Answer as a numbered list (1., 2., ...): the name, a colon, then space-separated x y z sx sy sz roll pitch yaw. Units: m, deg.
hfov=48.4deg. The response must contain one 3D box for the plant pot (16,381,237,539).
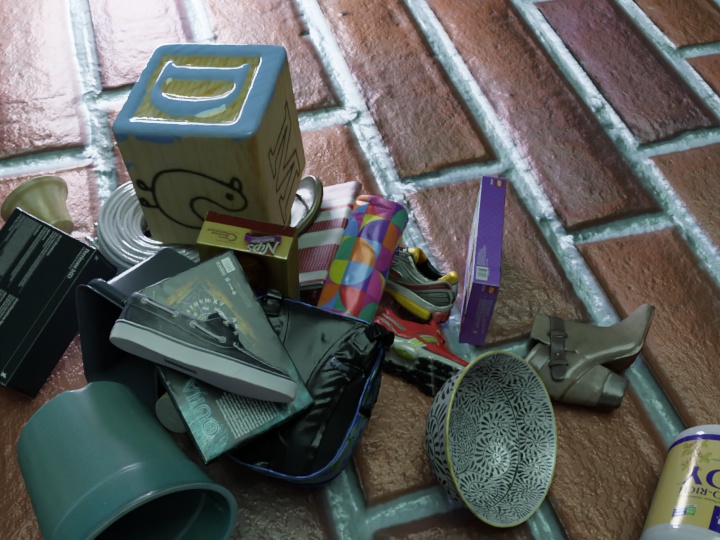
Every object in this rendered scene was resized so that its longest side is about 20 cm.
1. plant pot: -0.269 0.239 0.871 0.199 0.201 0.196 -29 50 -24

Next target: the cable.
1. cable: -0.284 -0.059 1.177 0.199 0.069 0.200 -32 60 -26

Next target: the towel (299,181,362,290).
1. towel: -0.082 -0.045 1.170 0.143 0.023 0.201 -9 45 30

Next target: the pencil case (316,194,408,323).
1. pencil case: 0.000 0.000 1.063 0.088 0.088 0.201 18 73 10

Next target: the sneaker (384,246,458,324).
1. sneaker: 0.054 -0.008 1.141 0.199 0.083 0.078 30 23 15

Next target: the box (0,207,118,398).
1. box: -0.436 0.041 1.043 0.140 0.079 0.201 25 74 18

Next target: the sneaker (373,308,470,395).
1. sneaker: 0.095 0.106 1.070 0.199 0.077 0.085 27 49 16

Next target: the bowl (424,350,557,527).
1. bowl: 0.139 0.200 0.961 0.094 0.201 0.201 -12 33 47

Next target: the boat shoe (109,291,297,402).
1. boat shoe: -0.153 0.077 0.827 0.199 0.072 0.068 20 67 2

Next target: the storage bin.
1. storage bin: -0.265 0.072 1.005 0.145 0.201 0.134 28 43 18

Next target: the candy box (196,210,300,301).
1. candy box: -0.141 0.013 1.045 0.116 0.201 0.057 11 54 4

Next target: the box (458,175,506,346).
1. box: 0.173 -0.015 1.131 0.039 0.137 0.201 9 51 4

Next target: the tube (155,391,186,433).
1. tube: -0.184 0.127 1.008 0.058 0.052 0.200 32 32 6

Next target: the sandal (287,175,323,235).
1. sandal: -0.128 -0.070 1.166 0.200 0.054 0.080 -47 40 -15

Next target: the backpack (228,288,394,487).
1. backpack: -0.072 0.153 0.963 0.182 0.147 0.201 17 70 11

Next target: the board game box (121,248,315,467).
1. board game box: -0.155 0.091 0.871 0.135 0.028 0.201 -26 77 -21

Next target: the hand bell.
1. hand bell: -0.419 -0.030 1.149 0.104 0.104 0.200 -31 71 -26

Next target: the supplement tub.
1. supplement tub: 0.396 0.291 0.894 0.145 0.146 0.200 24 53 15

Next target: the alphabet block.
1. alphabet block: -0.193 -0.169 1.087 0.194 0.201 0.197 4 49 11

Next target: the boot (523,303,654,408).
1. boot: 0.306 0.096 1.096 0.145 0.071 0.200 23 53 17
